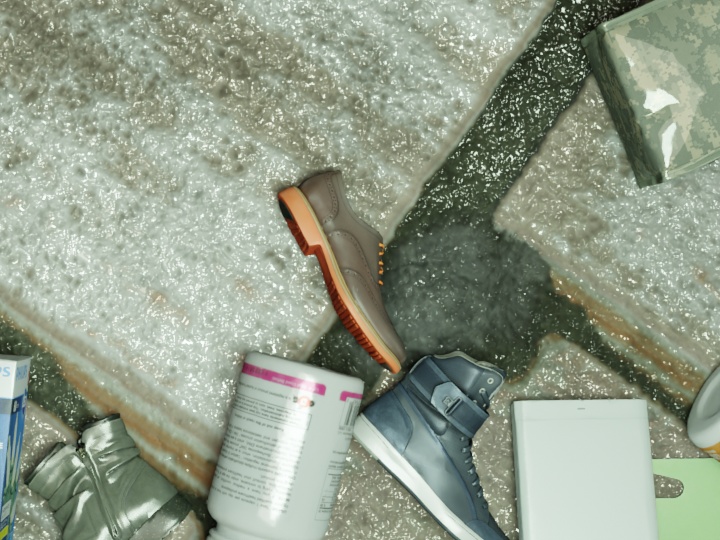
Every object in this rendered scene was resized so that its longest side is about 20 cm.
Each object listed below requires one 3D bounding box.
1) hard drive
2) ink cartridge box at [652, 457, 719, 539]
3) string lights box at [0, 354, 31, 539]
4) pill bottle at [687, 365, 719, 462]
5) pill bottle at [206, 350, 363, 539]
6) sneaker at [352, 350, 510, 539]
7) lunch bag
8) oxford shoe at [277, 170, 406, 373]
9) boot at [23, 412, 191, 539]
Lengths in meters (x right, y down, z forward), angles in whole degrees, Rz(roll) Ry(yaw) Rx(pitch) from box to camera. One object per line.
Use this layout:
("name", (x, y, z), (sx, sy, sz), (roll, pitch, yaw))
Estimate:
("hard drive", (0.214, 0.223, 1.367), (0.131, 0.026, 0.201), (0, 73, -6))
("ink cartridge box", (0.289, 0.286, 1.393), (0.145, 0.048, 0.201), (0, 91, -7))
("string lights box", (-0.338, 0.175, 1.285), (0.059, 0.103, 0.201), (6, 89, -5))
("pill bottle", (0.421, 0.171, 1.378), (0.200, 0.112, 0.112), (35, 85, -5))
("pill bottle", (-0.074, 0.182, 1.314), (0.113, 0.113, 0.201), (15, 87, -7))
("sneaker", (0.107, 0.169, 1.356), (0.146, 0.077, 0.202), (-44, 93, -3))
("lunch bag", (0.334, -0.192, 1.372), (0.199, 0.118, 0.165), (-23, 91, -2))
("oxford shoe", (0.000, 0.000, 1.350), (0.072, 0.071, 0.201), (-29, 92, -12))
("boot", (-0.264, 0.234, 1.320), (0.200, 0.068, 0.131), (-43, 90, -14))
